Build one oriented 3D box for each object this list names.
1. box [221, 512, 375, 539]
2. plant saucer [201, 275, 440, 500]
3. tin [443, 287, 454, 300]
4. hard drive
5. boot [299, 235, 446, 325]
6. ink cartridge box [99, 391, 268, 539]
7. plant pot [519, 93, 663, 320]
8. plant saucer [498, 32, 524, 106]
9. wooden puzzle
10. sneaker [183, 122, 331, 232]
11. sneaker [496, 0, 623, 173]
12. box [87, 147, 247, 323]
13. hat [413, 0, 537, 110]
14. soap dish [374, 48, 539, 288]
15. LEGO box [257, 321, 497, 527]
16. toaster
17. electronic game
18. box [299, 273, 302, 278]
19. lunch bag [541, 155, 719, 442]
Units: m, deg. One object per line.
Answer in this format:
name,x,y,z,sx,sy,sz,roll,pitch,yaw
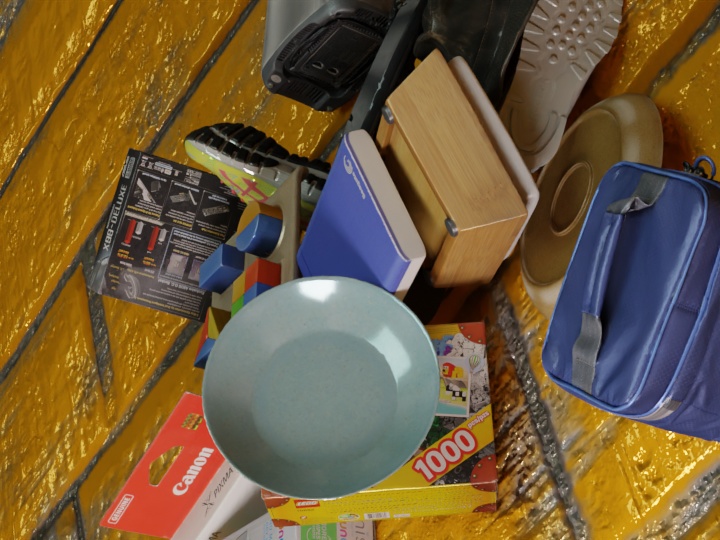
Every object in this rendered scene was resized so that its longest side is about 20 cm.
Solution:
box,-0.064,0.339,1.571,0.176,0.096,0.201,-36,47,48
plant saucer,-0.032,0.102,1.394,0.039,0.199,0.202,81,-174,-63
tin,0.052,-0.052,1.617,0.112,0.042,0.201,-53,37,36
hard drive,-0.004,-0.013,1.483,0.133,0.025,0.200,65,154,23
boot,0.000,0.000,1.584,0.200,0.064,0.188,-31,45,47
ink cartridge box,-0.139,0.218,1.664,0.201,0.173,0.044,-55,36,27
plant pot,0.183,-0.056,1.379,0.200,0.027,0.201,-57,22,38
plant saucer,0.133,-0.224,1.567,0.200,0.037,0.202,-30,52,48
wooden puzzle,-0.117,0.012,1.660,0.185,0.046,0.201,-42,35,48
sneaker,-0.102,-0.085,1.755,0.078,0.199,0.091,-48,-19,-56
sneaker,0.162,-0.170,1.452,0.201,0.076,0.081,-60,-2,-13
box,-0.176,-0.027,1.804,0.050,0.199,0.159,19,92,65
hat,0.091,-0.216,1.465,0.201,0.080,0.202,-163,90,-81
soap dish,0.074,-0.077,1.424,0.158,0.081,0.200,62,167,12
LEGO box,0.015,0.132,1.440,0.077,0.198,0.150,80,-174,-63
toaster,-0.025,-0.273,1.765,0.200,0.113,0.130,-41,42,44
electronic game,0.027,-0.172,1.579,0.200,0.041,0.201,25,-90,-89
box,-0.098,0.068,1.732,0.200,0.032,0.121,-52,1,38
lunch bag,0.226,0.014,1.225,0.136,0.132,0.201,23,96,58
